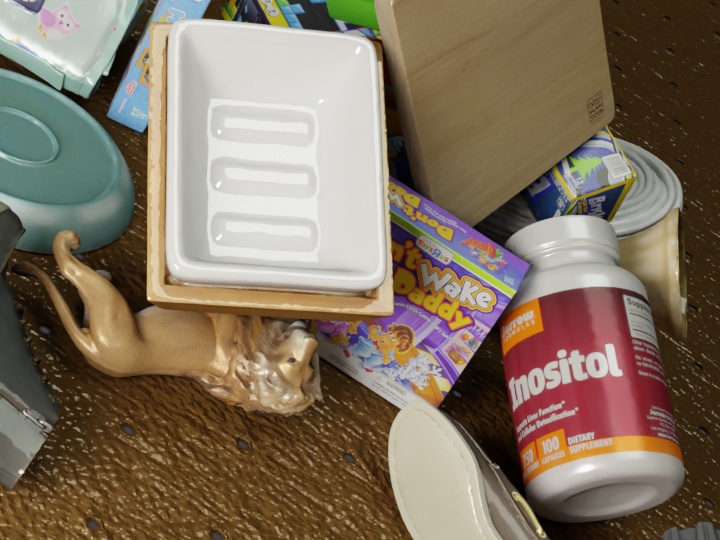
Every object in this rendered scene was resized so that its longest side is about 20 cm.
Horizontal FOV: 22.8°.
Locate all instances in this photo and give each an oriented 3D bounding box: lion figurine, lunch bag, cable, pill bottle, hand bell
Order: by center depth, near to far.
[{"bbox_3d":[-0.126,0.043,1.174,0.199,0.073,0.123,0,54,-21],"label":"lion figurine"},{"bbox_3d":[0.158,0.069,1.273,0.112,0.113,0.201,9,59,-33],"label":"pill bottle"},{"bbox_3d":[-0.250,-0.232,1.394,0.170,0.122,0.200,28,39,-9],"label":"lunch bag"},{"bbox_3d":[0.153,0.009,1.395,0.199,0.105,0.104,-3,28,14],"label":"hand bell"},{"bbox_3d":[0.170,-0.057,1.511,0.199,0.070,0.200,19,34,24],"label":"cable"}]

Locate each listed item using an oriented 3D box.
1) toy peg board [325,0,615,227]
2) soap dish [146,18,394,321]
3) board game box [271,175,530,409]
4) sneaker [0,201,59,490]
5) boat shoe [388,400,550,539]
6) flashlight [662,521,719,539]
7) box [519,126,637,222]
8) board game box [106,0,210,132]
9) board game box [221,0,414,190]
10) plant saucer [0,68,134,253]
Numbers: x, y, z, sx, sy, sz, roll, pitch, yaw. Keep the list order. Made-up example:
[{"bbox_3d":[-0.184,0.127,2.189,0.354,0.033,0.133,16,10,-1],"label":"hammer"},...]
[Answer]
[{"bbox_3d":[0.076,-0.161,1.302,0.200,0.200,0.098,-36,39,-30],"label":"toy peg board"},{"bbox_3d":[-0.062,-0.060,1.155,0.156,0.081,0.201,4,65,-13],"label":"soap dish"},{"bbox_3d":[0.000,0.000,1.268,0.199,0.135,0.045,32,31,2],"label":"board game box"},{"bbox_3d":[-0.222,0.047,1.076,0.106,0.075,0.201,30,40,-11],"label":"sneaker"},{"bbox_3d":[0.084,0.171,1.164,0.059,0.072,0.200,7,42,-45],"label":"boat shoe"},{"bbox_3d":[0.239,0.250,1.189,0.067,0.068,0.200,24,32,-11],"label":"flashlight"},{"bbox_3d":[0.138,-0.127,1.422,0.064,0.070,0.201,-18,66,-22],"label":"box"},{"bbox_3d":[-0.134,-0.227,1.408,0.036,0.200,0.152,25,32,-10],"label":"board game box"},{"bbox_3d":[0.007,-0.154,1.396,0.165,0.057,0.201,-13,61,-31],"label":"board game box"},{"bbox_3d":[-0.250,-0.089,1.278,0.199,0.027,0.201,23,32,-16],"label":"plant saucer"}]
